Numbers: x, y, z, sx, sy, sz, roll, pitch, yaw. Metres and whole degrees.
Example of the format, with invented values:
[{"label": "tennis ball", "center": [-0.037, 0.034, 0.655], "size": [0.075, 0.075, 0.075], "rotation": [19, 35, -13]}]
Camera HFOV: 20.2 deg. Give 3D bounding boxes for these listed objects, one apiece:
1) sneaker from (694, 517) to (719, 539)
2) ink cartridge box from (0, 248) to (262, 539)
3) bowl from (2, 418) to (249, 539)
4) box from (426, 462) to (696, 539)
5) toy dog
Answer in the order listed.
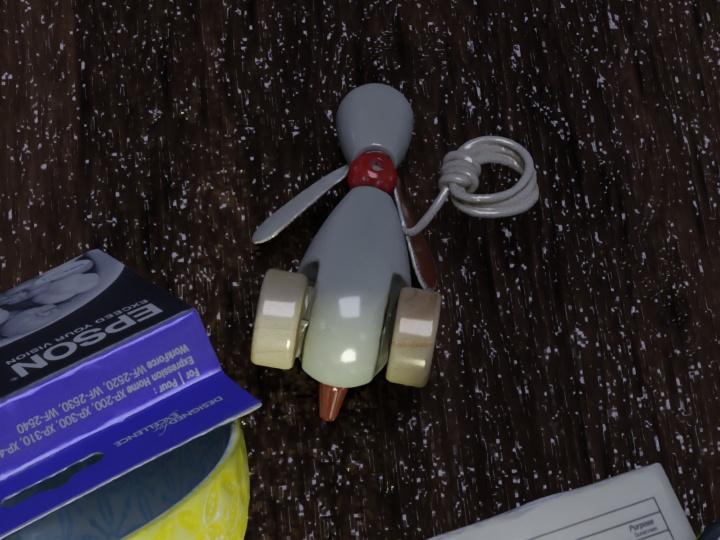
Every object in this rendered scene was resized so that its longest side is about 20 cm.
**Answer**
[{"label": "sneaker", "center": [0.163, 0.193, 0.856], "size": [0.074, 0.081, 0.200], "rotation": [10, 61, -3]}, {"label": "ink cartridge box", "center": [-0.173, 0.065, 0.960], "size": [0.198, 0.200, 0.043], "rotation": [-27, 113, -19]}, {"label": "bowl", "center": [-0.136, 0.147, 0.942], "size": [0.200, 0.200, 0.108], "rotation": [-23, 110, -17]}, {"label": "box", "center": [0.114, 0.213, 0.948], "size": [0.128, 0.109, 0.200], "rotation": [-16, 65, -15]}, {"label": "toy dog", "center": [0.000, 0.000, 1.073], "size": [0.132, 0.096, 0.200], "rotation": [27, 48, 11]}]
